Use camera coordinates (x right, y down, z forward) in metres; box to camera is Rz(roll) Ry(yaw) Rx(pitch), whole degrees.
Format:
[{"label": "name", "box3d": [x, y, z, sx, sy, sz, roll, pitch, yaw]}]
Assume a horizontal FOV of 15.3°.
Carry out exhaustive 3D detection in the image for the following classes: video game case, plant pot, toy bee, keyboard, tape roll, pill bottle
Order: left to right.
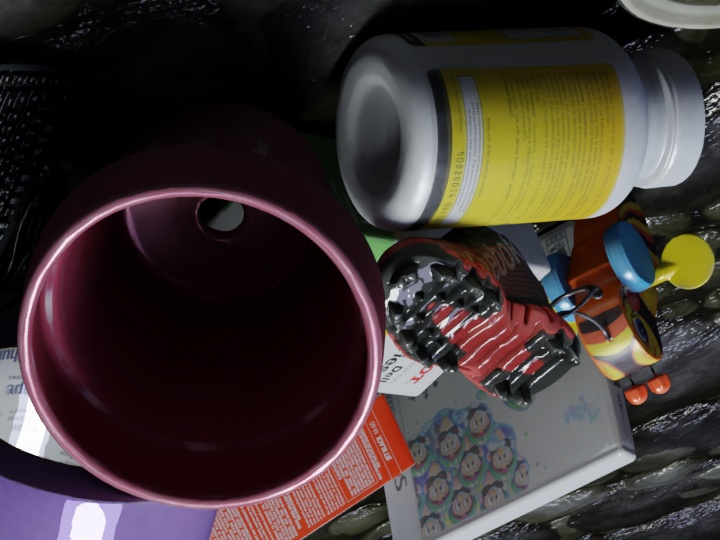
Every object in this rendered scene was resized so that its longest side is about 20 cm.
[{"label": "keyboard", "box3d": [-0.199, -0.028, 1.470, 0.104, 0.040, 0.201, -9, 137, -47]}, {"label": "tape roll", "box3d": [-0.177, 0.113, 1.544, 0.199, 0.200, 0.085, 0, 119, -34]}, {"label": "plant pot", "box3d": [-0.083, 0.001, 1.484, 0.199, 0.179, 0.201, 0, 119, 1]}, {"label": "video game case", "box3d": [0.091, 0.086, 1.856, 0.199, 0.183, 0.024, -29, 145, 31]}, {"label": "pill bottle", "box3d": [0.094, -0.083, 1.542, 0.199, 0.113, 0.112, -4, 156, -26]}, {"label": "toy bee", "box3d": [0.161, 0.030, 1.749, 0.131, 0.109, 0.200, -17, -159, 44]}]

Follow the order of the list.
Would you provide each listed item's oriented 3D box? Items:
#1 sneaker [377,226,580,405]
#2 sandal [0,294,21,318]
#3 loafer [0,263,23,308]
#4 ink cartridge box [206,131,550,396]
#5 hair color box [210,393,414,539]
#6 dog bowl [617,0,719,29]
[{"label": "sneaker", "box3d": [0.055, 0.012, 1.569, 0.071, 0.098, 0.200, -38, 150, 15]}, {"label": "sandal", "box3d": [-0.142, 0.063, 1.660, 0.199, 0.082, 0.055, 21, 171, -15]}, {"label": "loafer", "box3d": [-0.248, -0.011, 1.555, 0.072, 0.073, 0.200, -25, 167, -2]}, {"label": "ink cartridge box", "box3d": [0.000, 0.000, 1.686, 0.199, 0.084, 0.145, 9, 136, -46]}, {"label": "hair color box", "box3d": [-0.074, 0.155, 1.846, 0.199, 0.064, 0.111, -30, -166, -23]}, {"label": "dog bowl", "box3d": [0.215, -0.206, 1.382, 0.199, 0.074, 0.200, -14, 157, -6]}]
